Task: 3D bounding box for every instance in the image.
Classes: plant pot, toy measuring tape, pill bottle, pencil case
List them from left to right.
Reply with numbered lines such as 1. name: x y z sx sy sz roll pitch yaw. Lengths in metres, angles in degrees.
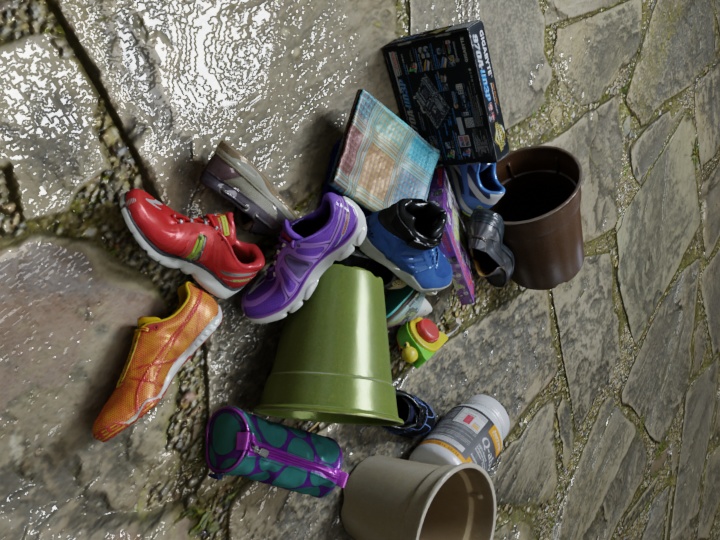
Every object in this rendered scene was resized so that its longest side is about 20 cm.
1. pencil case: -0.109 0.242 0.893 0.199 0.091 0.087 31 72 -44
2. plant pot: -0.034 0.100 0.908 0.199 0.198 0.194 22 67 -45
3. plant pot: 0.076 0.369 1.034 0.198 0.182 0.205 -6 99 -45
4. toy measuring tape: 0.110 0.101 1.137 0.199 0.072 0.075 -31 117 -58
5. pill bottle: 0.175 0.303 1.172 0.199 0.115 0.119 -32 116 -48
6. plant pot: 0.319 -0.084 1.245 0.201 0.198 0.200 -53 135 -28

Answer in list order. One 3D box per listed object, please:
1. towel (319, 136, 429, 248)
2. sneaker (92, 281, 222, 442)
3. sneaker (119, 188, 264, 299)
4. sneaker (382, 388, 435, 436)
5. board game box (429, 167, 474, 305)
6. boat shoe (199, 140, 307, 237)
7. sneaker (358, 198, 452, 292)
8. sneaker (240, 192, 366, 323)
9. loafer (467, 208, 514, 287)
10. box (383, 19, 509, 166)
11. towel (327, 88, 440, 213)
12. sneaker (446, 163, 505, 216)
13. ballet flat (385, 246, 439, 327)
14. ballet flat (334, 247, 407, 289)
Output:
1. towel: 0.027 -0.099 1.028 0.198 0.049 0.151 19 80 -46
2. sneaker: -0.239 0.100 0.772 0.077 0.073 0.201 42 58 -17
3. sneaker: -0.185 -0.044 0.776 0.200 0.084 0.078 38 24 -49
4. sneaker: 0.071 0.230 1.088 0.199 0.077 0.071 25 76 -44
5. board game box: 0.152 -0.053 1.121 0.201 0.032 0.121 63 29 -42
6. boat shoe: -0.130 -0.078 0.858 0.065 0.072 0.200 -45 141 -4
7. sneaker: 0.096 -0.037 0.987 0.199 0.110 0.078 31 47 -35
8. sneaker: -0.085 -0.021 0.852 0.200 0.081 0.083 -46 133 9
9. loafer: 0.217 -0.020 1.178 0.073 0.072 0.201 -64 146 -23
10. box: 0.131 -0.261 1.041 0.046 0.157 0.203 -39 120 -39
11. towel: 0.041 -0.149 0.988 0.199 0.021 0.149 28 75 -46
12. sneaker: 0.181 -0.195 1.137 0.073 0.082 0.203 -28 95 -36
13. ballet flat: 0.094 0.025 1.097 0.071 0.069 0.202 45 59 -26
14. ballet flat: 0.000 0.000 0.993 0.198 0.057 0.067 17 125 -40
